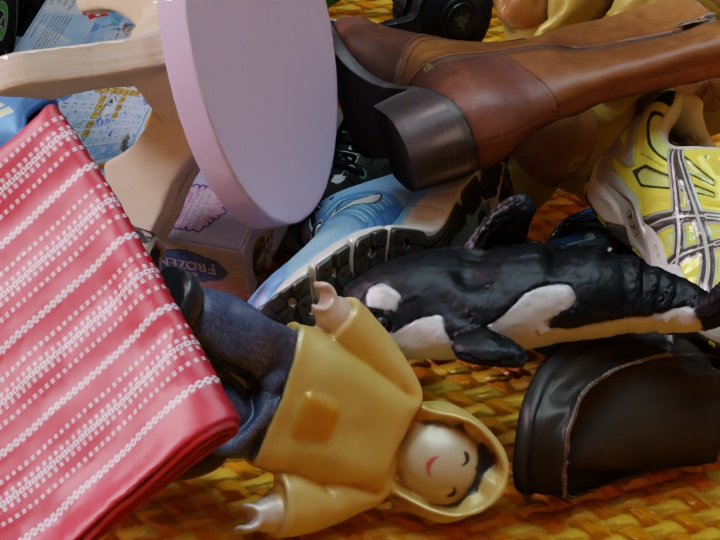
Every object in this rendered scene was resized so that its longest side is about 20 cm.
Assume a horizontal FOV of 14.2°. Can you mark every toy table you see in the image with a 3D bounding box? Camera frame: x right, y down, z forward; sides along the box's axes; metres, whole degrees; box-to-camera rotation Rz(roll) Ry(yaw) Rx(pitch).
[{"bbox_3d":[-0.095,-0.113,1.531,0.117,0.201,0.184,-13,-18,34],"label":"toy table"}]

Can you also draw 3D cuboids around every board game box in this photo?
[{"bbox_3d":[-0.121,-0.078,1.659,0.199,0.041,0.200,10,47,19],"label":"board game box"}]

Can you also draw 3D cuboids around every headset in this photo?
[{"bbox_3d":[0.057,-0.179,1.988,0.199,0.094,0.124,-12,30,1],"label":"headset"}]

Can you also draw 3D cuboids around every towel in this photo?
[{"bbox_3d":[-0.151,0.038,1.322,0.200,0.144,0.022,58,12,29],"label":"towel"}]

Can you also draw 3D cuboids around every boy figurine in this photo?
[{"bbox_3d":[-0.019,0.074,1.368,0.199,0.125,0.064,27,-8,-21],"label":"boy figurine"}]

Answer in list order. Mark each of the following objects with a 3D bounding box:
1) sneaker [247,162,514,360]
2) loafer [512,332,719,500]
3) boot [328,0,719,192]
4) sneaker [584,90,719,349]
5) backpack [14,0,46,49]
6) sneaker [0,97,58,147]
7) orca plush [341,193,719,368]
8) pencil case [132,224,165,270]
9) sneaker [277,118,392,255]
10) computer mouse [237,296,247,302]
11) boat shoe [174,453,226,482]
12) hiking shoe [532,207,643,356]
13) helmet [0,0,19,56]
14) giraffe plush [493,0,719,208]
[{"bbox_3d":[0.000,0.000,1.512,0.090,0.079,0.200,5,23,35],"label":"sneaker"},{"bbox_3d":[0.150,0.066,1.445,0.071,0.073,0.200,20,29,34],"label":"loafer"},{"bbox_3d":[0.089,-0.122,1.564,0.199,0.069,0.188,-21,20,-11],"label":"boot"},{"bbox_3d":[0.186,-0.020,1.489,0.075,0.077,0.200,6,32,-39],"label":"sneaker"},{"bbox_3d":[-0.134,-0.177,1.813,0.199,0.184,0.135,-1,14,18],"label":"backpack"},{"bbox_3d":[-0.235,-0.046,1.565,0.105,0.076,0.200,17,56,23],"label":"sneaker"},{"bbox_3d":[0.085,0.000,1.410,0.199,0.071,0.105,1,17,18],"label":"orca plush"},{"bbox_3d":[-0.203,-0.009,1.490,0.199,0.078,0.090,19,50,-4],"label":"pencil case"},{"bbox_3d":[-0.006,-0.070,1.706,0.075,0.080,0.200,16,29,21],"label":"sneaker"},{"bbox_3d":[-0.001,0.006,1.585,0.109,0.044,0.200,14,27,21],"label":"computer mouse"},{"bbox_3d":[-0.159,0.065,1.403,0.199,0.074,0.065,9,-8,-1],"label":"boat shoe"},{"bbox_3d":[0.128,0.005,1.591,0.086,0.075,0.200,16,17,39],"label":"hiking shoe"},{"bbox_3d":[-0.301,-0.155,1.709,0.199,0.191,0.200,16,27,-8],"label":"helmet"},{"bbox_3d":[0.105,-0.093,1.666,0.173,0.200,0.162,44,43,18],"label":"giraffe plush"}]
